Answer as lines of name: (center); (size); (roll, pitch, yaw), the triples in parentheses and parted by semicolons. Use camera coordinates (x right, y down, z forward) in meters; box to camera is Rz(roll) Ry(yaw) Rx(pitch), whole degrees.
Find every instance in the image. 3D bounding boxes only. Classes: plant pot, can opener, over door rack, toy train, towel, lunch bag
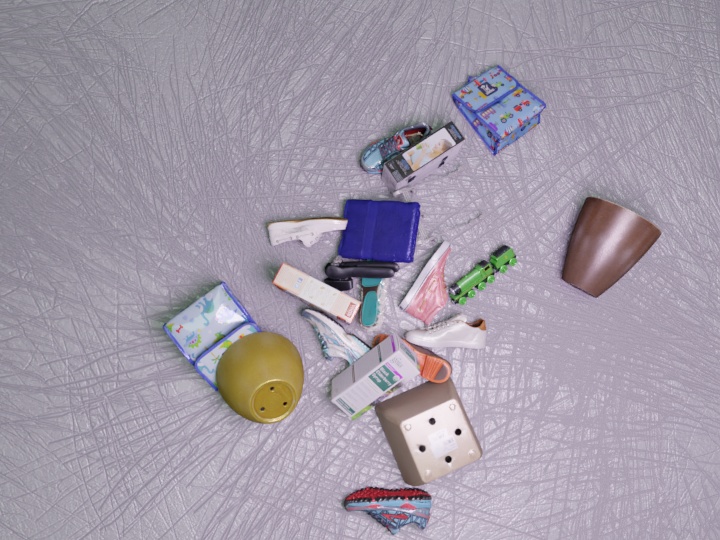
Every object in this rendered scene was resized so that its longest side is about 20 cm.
plant pot: (0.163, 0.364, 1.238); (0.199, 0.177, 0.201); (-22, 83, -5)
plant pot: (-0.206, 0.253, 1.214); (0.199, 0.142, 0.201); (-6, 107, -21)
plant pot: (0.575, -0.043, 1.324); (0.186, 0.187, 0.201); (29, 96, 2)
can opener: (0.000, 0.000, 1.308); (0.199, 0.063, 0.079); (-6, 122, 28)
over door rack: (0.190, -0.153, 1.371); (0.199, 0.067, 0.148); (-22, 85, -17)
toy train: (0.297, 0.010, 1.351); (0.200, 0.042, 0.057); (-36, 120, -7)
towel: (0.046, -0.094, 1.321); (0.199, 0.049, 0.149); (6, 85, 31)
lunch bag: (0.341, -0.422, 1.410); (0.150, 0.094, 0.200); (-36, 73, -5)
lunch bag: (-0.325, 0.152, 1.280); (0.170, 0.127, 0.200); (-36, 98, -9)

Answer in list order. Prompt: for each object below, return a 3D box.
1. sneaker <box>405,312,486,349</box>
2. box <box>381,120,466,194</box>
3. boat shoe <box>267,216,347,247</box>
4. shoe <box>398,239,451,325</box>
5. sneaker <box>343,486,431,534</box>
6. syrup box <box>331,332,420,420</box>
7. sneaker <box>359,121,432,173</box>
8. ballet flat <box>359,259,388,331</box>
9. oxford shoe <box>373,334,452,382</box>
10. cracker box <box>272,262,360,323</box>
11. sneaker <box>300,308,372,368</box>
sneaker: (0.203, 0.138, 1.318); (0.199, 0.073, 0.085); (2, 99, -13)
box: (0.152, -0.271, 1.357); (0.200, 0.117, 0.060); (-33, 82, -5)
boat shoe: (-0.126, -0.091, 1.344); (0.199, 0.071, 0.070); (-4, 96, 12)
shoe: (0.182, 0.030, 1.341); (0.091, 0.071, 0.201); (33, 87, 1)
sneaker: (0.061, 0.549, 1.250); (0.199, 0.079, 0.096); (2, 87, 0)
syrup box: (0.032, 0.240, 1.255); (0.200, 0.082, 0.079); (-38, 112, 15)
sneaker: (0.085, -0.313, 1.368); (0.199, 0.096, 0.080); (-30, 84, -6)
ballet flat: (0.036, 0.052, 1.331); (0.071, 0.072, 0.201); (10, 73, -1)
oxford shoe: (0.124, 0.208, 1.318); (0.199, 0.073, 0.072); (25, 98, 19)
cracker box: (-0.099, 0.058, 1.290); (0.199, 0.134, 0.058); (26, 82, 2)
sneaker: (-0.068, 0.166, 1.307); (0.200, 0.078, 0.086); (37, 86, 3)
